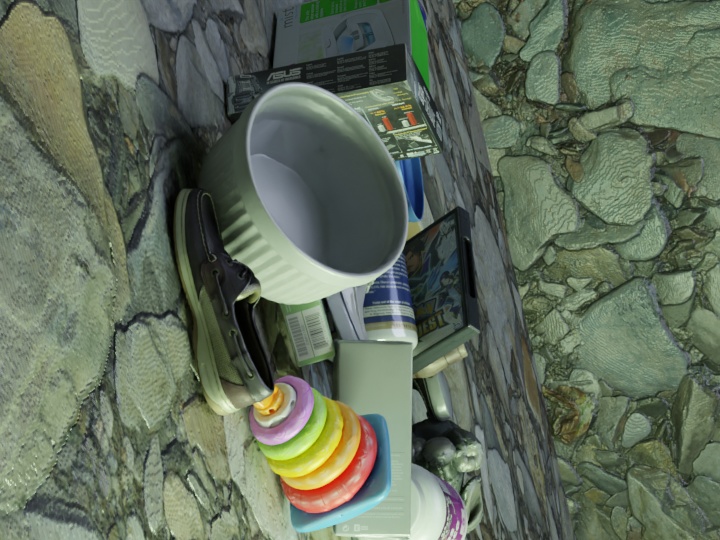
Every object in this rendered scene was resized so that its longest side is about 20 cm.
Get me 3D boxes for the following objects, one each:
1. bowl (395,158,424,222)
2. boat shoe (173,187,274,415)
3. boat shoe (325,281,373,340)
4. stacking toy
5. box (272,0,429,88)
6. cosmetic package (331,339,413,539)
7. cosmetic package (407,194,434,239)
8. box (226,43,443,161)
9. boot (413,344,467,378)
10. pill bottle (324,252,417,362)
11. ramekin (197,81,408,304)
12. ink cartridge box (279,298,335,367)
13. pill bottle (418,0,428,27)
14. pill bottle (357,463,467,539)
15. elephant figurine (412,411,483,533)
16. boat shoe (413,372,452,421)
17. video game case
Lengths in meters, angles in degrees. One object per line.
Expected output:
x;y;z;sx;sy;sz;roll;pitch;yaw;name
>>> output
0.044;-0.162;1.914;0.201;0.039;0.203;-9;90;-79;bowl
-0.117;0.022;1.279;0.072;0.064;0.203;23;55;-72;boat shoe
-0.014;-0.004;1.620;0.072;0.065;0.202;74;0;-72;boat shoe
-0.064;0.145;1.368;0.200;0.115;0.111;48;25;-39;stacking toy
-0.010;-0.239;1.742;0.201;0.174;0.097;-89;163;-46;box
0.011;0.172;1.522;0.107;0.089;0.203;168;-75;-87;cosmetic package
0.054;-0.094;2.126;0.106;0.070;0.201;-84;158;-53;cosmetic package
-0.025;-0.165;1.556;0.158;0.198;0.050;53;31;-60;box
0.069;0.055;1.881;0.070;0.145;0.202;58;23;-51;boot
0.000;0.000;1.708;0.111;0.110;0.202;40;40;-70;pill bottle
-0.061;-0.064;1.370;0.199;0.105;0.202;25;51;-34;ramekin
-0.071;-0.003;1.552;0.200;0.047;0.147;-112;-175;-71;ink cartridge box
0.034;-0.351;2.169;0.200;0.118;0.121;-65;141;-69;pill bottle
0.052;0.280;1.673;0.200;0.111;0.114;42;37;-68;pill bottle
0.094;0.301;1.857;0.154;0.141;0.203;-16;105;-36;elephant figurine
0.068;0.125;1.916;0.071;0.063;0.201;63;4;-45;boat shoe
0.060;0.043;1.770;0.025;0.199;0.182;29;42;-33;video game case
